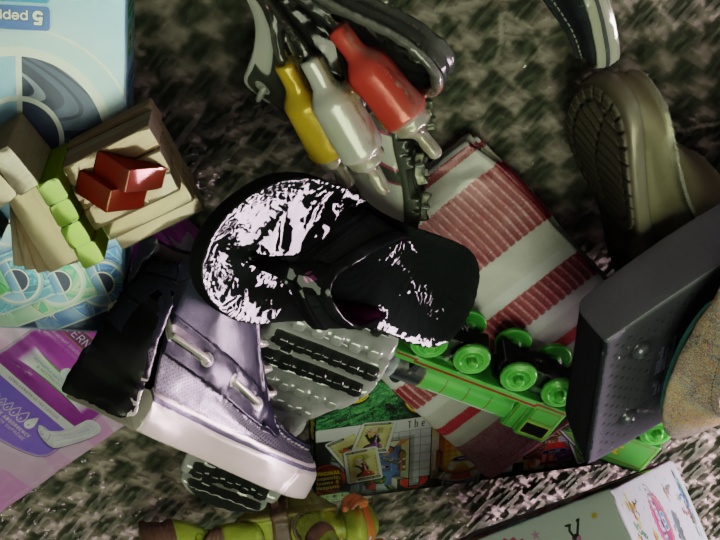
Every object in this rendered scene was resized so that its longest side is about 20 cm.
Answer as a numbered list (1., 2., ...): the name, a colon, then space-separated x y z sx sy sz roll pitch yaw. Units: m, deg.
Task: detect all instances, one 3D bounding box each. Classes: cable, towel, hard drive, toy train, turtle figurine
1. cable: -0.032 -0.120 0.793 0.097 0.051 0.200 -18 125 44
2. towel: 0.071 0.025 1.017 0.144 0.023 0.200 -38 119 14
3. hard drive: 0.200 0.017 0.966 0.199 0.042 0.136 -29 147 -19
4. toy train: 0.099 0.070 1.014 0.198 0.042 0.057 21 127 -20
5. turtle figurine: -0.054 0.163 1.049 0.159 0.200 0.065 -8 86 -7

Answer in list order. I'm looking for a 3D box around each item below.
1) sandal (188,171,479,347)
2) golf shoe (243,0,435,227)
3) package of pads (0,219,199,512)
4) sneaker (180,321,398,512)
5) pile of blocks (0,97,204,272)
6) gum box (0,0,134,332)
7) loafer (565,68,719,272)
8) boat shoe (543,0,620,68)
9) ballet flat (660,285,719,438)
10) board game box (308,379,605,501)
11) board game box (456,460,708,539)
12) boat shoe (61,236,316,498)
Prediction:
1. sandal: 0.001 -0.001 0.847 0.199 0.048 0.076 10 100 -47
2. golf shoe: -0.011 -0.099 0.891 0.087 0.078 0.201 -8 125 13
3. package of pads: -0.171 0.039 0.950 0.199 0.076 0.121 -34 126 13
4. sneaker: -0.041 0.053 0.977 0.075 0.081 0.200 27 129 -17
5. pile of blocks: -0.173 -0.028 0.788 0.198 0.062 0.083 -2 114 -1
6. gum box: -0.195 -0.072 0.826 0.168 0.045 0.202 3 114 -3
7. loafer: 0.168 -0.049 0.967 0.068 0.076 0.201 -30 143 -5
8. boat shoe: 0.071 -0.177 0.838 0.062 0.075 0.200 -26 125 15
9. ballet flat: 0.214 0.023 0.888 0.068 0.067 0.202 -11 131 -36
10. board game box: 0.066 0.093 1.089 0.198 0.024 0.106 -7 127 -8
11. board game box: 0.122 0.177 1.056 0.146 0.065 0.200 -24 172 18
12. boat shoe: -0.065 0.053 0.879 0.093 0.074 0.200 -65 151 -7
